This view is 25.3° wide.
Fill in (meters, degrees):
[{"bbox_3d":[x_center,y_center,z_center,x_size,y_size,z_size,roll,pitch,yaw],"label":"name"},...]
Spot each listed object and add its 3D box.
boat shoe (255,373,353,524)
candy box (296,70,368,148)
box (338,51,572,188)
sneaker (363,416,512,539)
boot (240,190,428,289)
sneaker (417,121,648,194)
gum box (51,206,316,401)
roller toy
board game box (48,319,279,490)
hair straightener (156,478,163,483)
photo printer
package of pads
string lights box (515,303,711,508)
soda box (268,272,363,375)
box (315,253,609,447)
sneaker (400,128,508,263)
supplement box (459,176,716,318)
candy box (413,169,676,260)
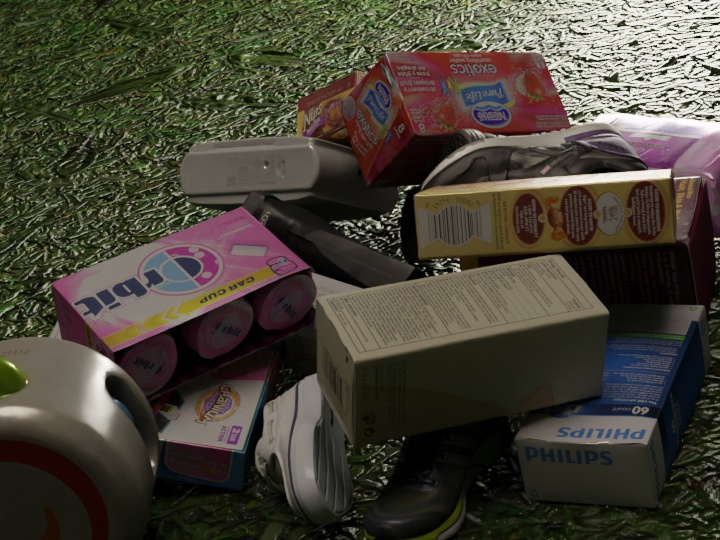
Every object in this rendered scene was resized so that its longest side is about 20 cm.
[{"bbox_3d":[-0.049,0.149,1.260,0.066,0.074,0.200,-24,15,9],"label":"boat shoe"},{"bbox_3d":[0.046,-0.152,1.679,0.199,0.057,0.116,9,-14,-32],"label":"candy box"},{"bbox_3d":[0.093,-0.148,1.566,0.199,0.096,0.100,-5,-25,-35],"label":"box"},{"bbox_3d":[0.053,0.135,1.210,0.073,0.081,0.200,0,29,25],"label":"sneaker"},{"bbox_3d":[-0.001,0.000,1.503,0.199,0.066,0.165,23,0,32],"label":"boot"},{"bbox_3d":[0.147,-0.070,1.357,0.199,0.076,0.088,-18,32,-9],"label":"sneaker"},{"bbox_3d":[-0.143,0.027,1.353,0.199,0.066,0.113,-24,41,-26],"label":"gum box"},{"bbox_3d":[-0.246,0.151,1.201,0.181,0.201,0.140,22,25,-10],"label":"roller toy"},{"bbox_3d":[-0.179,0.108,1.346,0.198,0.041,0.153,8,32,5],"label":"board game box"},{"bbox_3d":[-0.180,0.125,1.382,0.076,0.041,0.200,-10,26,6],"label":"hair straightener"},{"bbox_3d":[-0.064,-0.091,1.653,0.165,0.070,0.200,-1,-4,28],"label":"photo printer"},{"bbox_3d":[0.294,-0.096,1.571,0.199,0.076,0.120,11,34,41],"label":"package of pads"},{"bbox_3d":[0.199,0.098,1.241,0.102,0.059,0.200,1,29,25],"label":"string lights box"},{"bbox_3d":[-0.040,0.049,1.434,0.064,0.068,0.199,-39,35,-29],"label":"soda box"},{"bbox_3d":[0.074,0.056,1.180,0.199,0.078,0.095,-9,32,-15],"label":"box"},{"bbox_3d":[0.110,-0.064,1.536,0.113,0.200,0.077,3,59,-23],"label":"sneaker"},{"bbox_3d":[0.200,-0.004,1.396,0.199,0.104,0.131,-3,26,21],"label":"supplement box"},{"bbox_3d":[0.149,-0.045,1.272,0.198,0.056,0.115,-3,7,12],"label":"candy box"}]
